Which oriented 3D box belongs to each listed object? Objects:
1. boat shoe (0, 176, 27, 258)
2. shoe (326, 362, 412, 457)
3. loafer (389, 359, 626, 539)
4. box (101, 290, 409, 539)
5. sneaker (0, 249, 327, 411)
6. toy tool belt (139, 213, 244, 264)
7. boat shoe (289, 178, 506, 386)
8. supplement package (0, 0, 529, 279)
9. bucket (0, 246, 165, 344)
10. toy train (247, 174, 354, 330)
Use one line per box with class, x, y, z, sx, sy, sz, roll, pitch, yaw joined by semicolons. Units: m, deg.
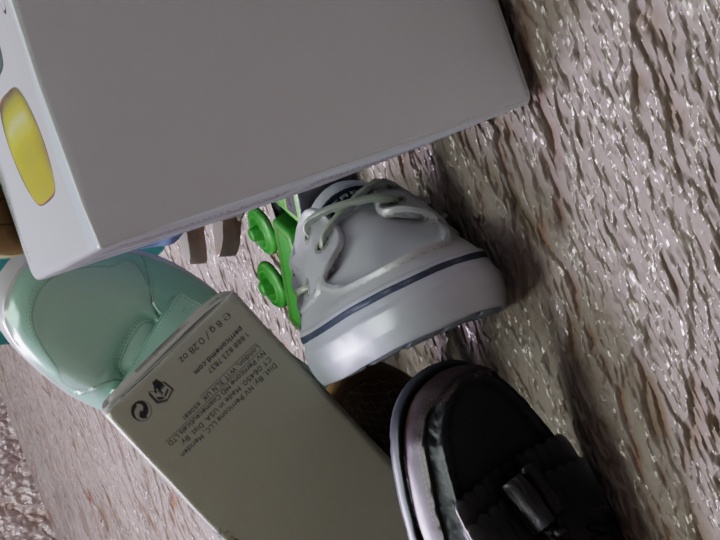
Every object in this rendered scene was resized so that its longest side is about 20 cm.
boat shoe;-0.120;-0.083;1.091;0.073;0.201;0.063;41;144;-22
shoe;0.024;0.132;1.126;0.053;0.070;0.201;0;112;68
loafer;0.076;0.120;0.936;0.063;0.072;0.201;-6;111;57
box;-0.007;0.101;1.045;0.200;0.068;0.082;47;175;-2
sneaker;-0.061;0.047;1.190;0.200;0.074;0.118;29;176;-16
toy tool belt;-0.096;-0.054;1.230;0.200;0.124;0.124;99;160;-66
boat shoe;0.000;0.000;1.020;0.200;0.073;0.067;158;90;-78
supplement package;-0.058;-0.095;0.947;0.200;0.150;0.153;167;83;-77
bucket;-0.186;-0.070;1.425;0.135;0.207;0.208;51;159;28
toy train;-0.028;-0.054;1.145;0.056;0.042;0.201;43;151;44
